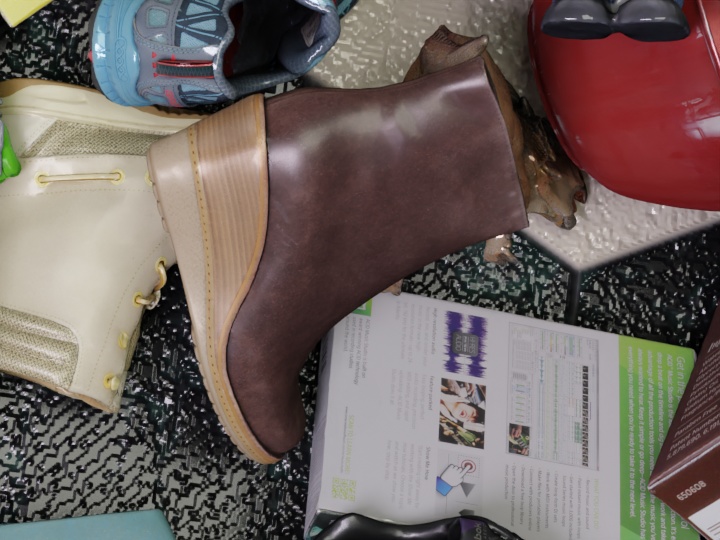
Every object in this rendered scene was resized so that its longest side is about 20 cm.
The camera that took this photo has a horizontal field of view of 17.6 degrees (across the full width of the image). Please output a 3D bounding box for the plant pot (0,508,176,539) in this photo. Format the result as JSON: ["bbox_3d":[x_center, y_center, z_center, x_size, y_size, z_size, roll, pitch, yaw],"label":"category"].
[{"bbox_3d":[-0.135,0.220,1.106,0.141,0.141,0.201,-5,80,-16],"label":"plant pot"}]

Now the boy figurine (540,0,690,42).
[{"bbox_3d":[0.130,-0.208,1.086,0.124,0.064,0.201,5,87,9],"label":"boy figurine"}]

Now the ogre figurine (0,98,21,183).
[{"bbox_3d":[-0.267,-0.102,1.127,0.199,0.098,0.120,2,89,22],"label":"ogre figurine"}]

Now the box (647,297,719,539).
[{"bbox_3d":[0.277,0.062,1.176,0.166,0.164,0.200,39,44,-9],"label":"box"}]

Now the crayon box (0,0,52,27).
[{"bbox_3d":[-0.191,-0.232,1.183,0.127,0.051,0.200,-36,93,-16],"label":"crayon box"}]

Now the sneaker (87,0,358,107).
[{"bbox_3d":[-0.041,-0.123,1.158,0.200,0.095,0.080,-36,128,-46],"label":"sneaker"}]

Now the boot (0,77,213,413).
[{"bbox_3d":[-0.100,-0.003,1.170,0.199,0.073,0.156,13,80,-12],"label":"boot"}]

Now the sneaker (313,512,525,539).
[{"bbox_3d":[0.070,0.160,1.101,0.199,0.088,0.076,4,47,5],"label":"sneaker"}]

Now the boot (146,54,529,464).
[{"bbox_3d":[0.000,0.000,1.097,0.166,0.072,0.200,-12,126,2],"label":"boot"}]

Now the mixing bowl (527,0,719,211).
[{"bbox_3d":[0.155,-0.112,1.210,0.108,0.200,0.201,-16,87,23],"label":"mixing bowl"}]

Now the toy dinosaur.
[{"bbox_3d":[0.055,-0.074,1.179,0.086,0.200,0.136,8,54,18],"label":"toy dinosaur"}]

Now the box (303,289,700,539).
[{"bbox_3d":[0.075,0.088,1.186,0.199,0.036,0.145,11,52,-7],"label":"box"}]
